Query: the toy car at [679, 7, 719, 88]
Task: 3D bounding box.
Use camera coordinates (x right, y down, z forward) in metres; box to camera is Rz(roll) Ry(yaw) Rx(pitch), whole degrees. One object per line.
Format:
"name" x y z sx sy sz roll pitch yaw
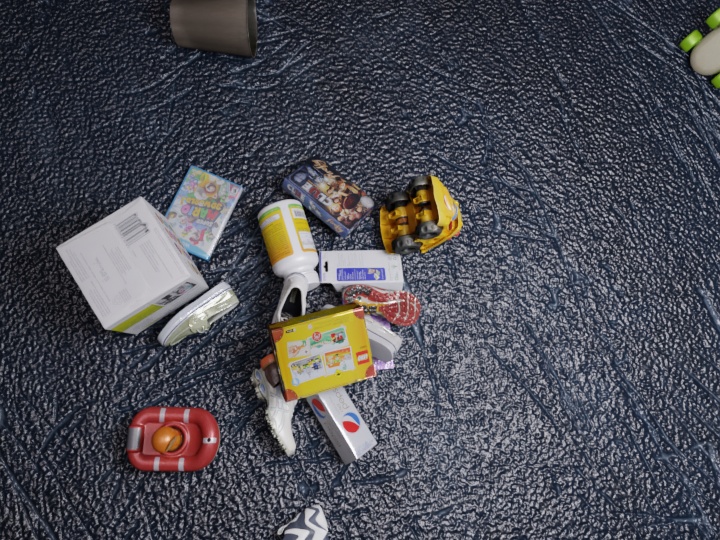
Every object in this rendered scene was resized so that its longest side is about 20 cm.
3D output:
"toy car" 1.014 -0.630 1.532 0.199 0.158 0.165 -34 83 -41

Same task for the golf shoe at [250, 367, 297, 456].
"golf shoe" -0.168 0.300 1.217 0.096 0.078 0.203 -20 79 -15

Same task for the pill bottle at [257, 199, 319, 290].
"pill bottle" -0.162 -0.051 1.286 0.109 0.111 0.203 -17 77 -8

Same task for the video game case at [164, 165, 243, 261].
"video game case" -0.391 -0.141 1.342 0.141 0.018 0.203 22 75 1

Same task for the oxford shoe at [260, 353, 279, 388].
"oxford shoe" -0.120 0.207 1.227 0.197 0.072 0.073 -15 62 -24

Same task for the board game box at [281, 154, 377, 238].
"board game box" -0.073 -0.182 1.338 0.199 0.035 0.136 39 50 6

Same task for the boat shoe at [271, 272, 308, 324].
"boat shoe" -0.155 0.107 1.213 0.071 0.066 0.203 16 113 -8

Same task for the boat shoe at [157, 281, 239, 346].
"boat shoe" -0.365 0.108 1.252 0.199 0.072 0.062 -41 79 -15

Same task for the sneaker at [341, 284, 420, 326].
"sneaker" 0.049 0.069 1.260 0.197 0.082 0.079 19 92 -19

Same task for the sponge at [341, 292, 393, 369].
"sponge" 0.015 0.132 1.294 0.109 0.030 0.204 -3 76 -5

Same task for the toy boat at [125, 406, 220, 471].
"toy boat" -0.397 0.353 1.155 0.196 0.131 0.133 2 76 -3

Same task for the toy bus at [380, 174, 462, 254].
"toy bus" 0.169 -0.118 1.288 0.189 0.199 0.138 6 68 -33

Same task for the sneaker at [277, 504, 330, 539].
"sneaker" -0.109 0.607 1.138 0.127 0.080 0.202 -20 78 -8

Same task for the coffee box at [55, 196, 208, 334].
"coffee box" -0.481 -0.002 1.199 0.198 0.198 0.201 -33 84 -8

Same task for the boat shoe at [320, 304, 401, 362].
"boat shoe" 0.003 0.128 1.247 0.198 0.073 0.066 27 44 17

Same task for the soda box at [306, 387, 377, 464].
"soda box" -0.051 0.317 1.214 0.063 0.068 0.202 -25 77 -36

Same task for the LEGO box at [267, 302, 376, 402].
"LEGO box" -0.080 0.166 1.147 0.196 0.077 0.152 -13 98 -14

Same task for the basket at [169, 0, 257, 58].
"basket" -0.374 -0.637 1.415 0.196 0.136 0.184 0 81 0

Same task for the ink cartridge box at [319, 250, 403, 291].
"ink cartridge box" 0.000 0.000 1.306 0.196 0.040 0.101 1 51 -5
